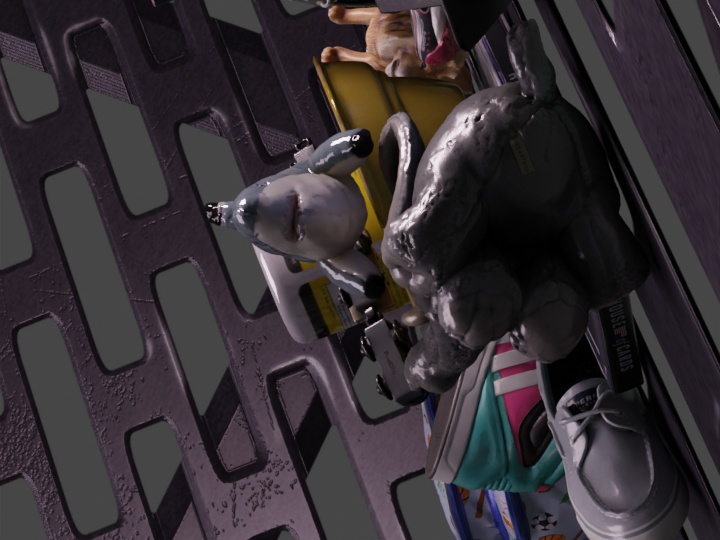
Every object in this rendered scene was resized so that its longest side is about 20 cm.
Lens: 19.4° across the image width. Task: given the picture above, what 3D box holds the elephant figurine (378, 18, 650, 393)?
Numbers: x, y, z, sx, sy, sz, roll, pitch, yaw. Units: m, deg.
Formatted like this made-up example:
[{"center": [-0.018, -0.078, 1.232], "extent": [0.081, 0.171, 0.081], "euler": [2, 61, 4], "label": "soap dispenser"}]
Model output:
[{"center": [0.059, -0.024, 1.108], "extent": [0.142, 0.155, 0.200], "euler": [46, 175, -9], "label": "elephant figurine"}]

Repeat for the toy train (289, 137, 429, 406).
[{"center": [0.000, 0.000, 1.350], "extent": [0.046, 0.034, 0.200], "euler": [39, -155, -61], "label": "toy train"}]

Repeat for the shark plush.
[{"center": [-0.049, -0.042, 1.183], "extent": [0.200, 0.083, 0.091], "euler": [-138, 44, -69], "label": "shark plush"}]

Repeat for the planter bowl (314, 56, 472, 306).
[{"center": [0.047, -0.051, 1.282], "extent": [0.200, 0.083, 0.200], "euler": [-22, -90, -89], "label": "planter bowl"}]

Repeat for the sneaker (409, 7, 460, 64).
[{"center": [0.016, -0.227, 1.443], "extent": [0.081, 0.075, 0.200], "euler": [67, 180, -72], "label": "sneaker"}]

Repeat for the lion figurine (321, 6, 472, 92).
[{"center": [0.046, -0.156, 1.616], "extent": [0.200, 0.122, 0.073], "euler": [24, -104, -67], "label": "lion figurine"}]

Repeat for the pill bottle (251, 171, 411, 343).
[{"center": [0.026, -0.032, 1.512], "extent": [0.112, 0.200, 0.112], "euler": [-21, -90, -90], "label": "pill bottle"}]

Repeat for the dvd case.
[{"center": [0.116, -0.042, 1.253], "extent": [0.150, 0.025, 0.200], "euler": [68, -179, -60], "label": "dvd case"}]

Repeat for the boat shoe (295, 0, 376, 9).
[{"center": [-0.022, -0.220, 1.493], "extent": [0.062, 0.200, 0.073], "euler": [50, 127, 30], "label": "boat shoe"}]

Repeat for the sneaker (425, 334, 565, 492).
[{"center": [0.130, 0.064, 1.439], "extent": [0.084, 0.121, 0.200], "euler": [179, 109, -83], "label": "sneaker"}]

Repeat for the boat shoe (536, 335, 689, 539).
[{"center": [0.145, 0.098, 1.301], "extent": [0.072, 0.070, 0.201], "euler": [56, -171, -28], "label": "boat shoe"}]

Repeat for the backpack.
[{"center": [0.123, 0.125, 1.576], "extent": [0.191, 0.154, 0.200], "euler": [94, 157, -72], "label": "backpack"}]

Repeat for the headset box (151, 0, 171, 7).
[{"center": [-0.077, -0.239, 1.314], "extent": [0.200, 0.149, 0.075], "euler": [-111, -1, -70], "label": "headset box"}]

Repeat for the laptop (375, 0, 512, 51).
[{"center": [0.002, -0.206, 1.102], "extent": [0.200, 0.103, 0.177], "euler": [3, 118, 56], "label": "laptop"}]
